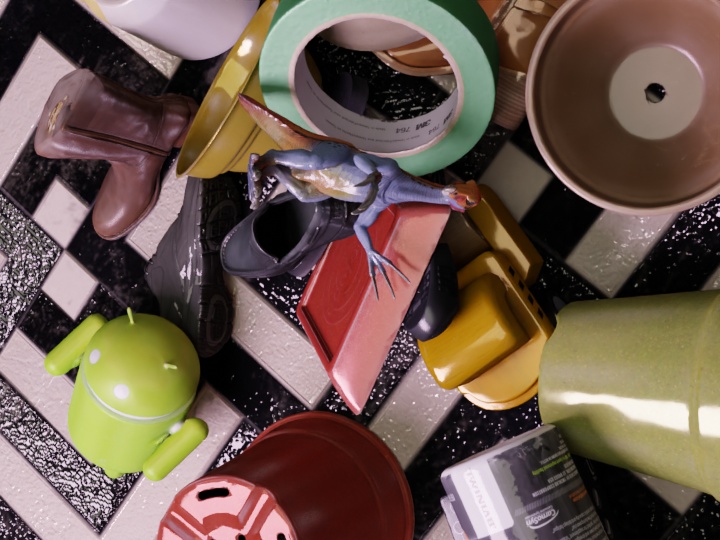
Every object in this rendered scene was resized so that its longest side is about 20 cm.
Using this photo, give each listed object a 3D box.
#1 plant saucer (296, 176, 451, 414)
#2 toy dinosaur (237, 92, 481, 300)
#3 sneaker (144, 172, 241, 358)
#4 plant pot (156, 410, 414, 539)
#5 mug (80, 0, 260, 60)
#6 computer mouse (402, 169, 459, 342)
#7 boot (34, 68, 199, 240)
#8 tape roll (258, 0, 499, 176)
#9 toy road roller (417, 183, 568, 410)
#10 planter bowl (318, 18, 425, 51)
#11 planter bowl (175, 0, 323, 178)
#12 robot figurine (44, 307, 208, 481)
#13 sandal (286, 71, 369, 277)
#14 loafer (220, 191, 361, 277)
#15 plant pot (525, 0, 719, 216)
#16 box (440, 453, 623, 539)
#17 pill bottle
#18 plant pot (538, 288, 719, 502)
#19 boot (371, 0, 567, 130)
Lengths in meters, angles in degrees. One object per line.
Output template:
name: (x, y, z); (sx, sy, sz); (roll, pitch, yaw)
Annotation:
plant saucer: (0.000, 0.000, 1.138); (0.037, 0.200, 0.200); (20, 103, -19)
toy dinosaur: (0.001, -0.085, 1.013); (0.181, 0.105, 0.201); (-6, 68, -8)
sneaker: (-0.176, -0.016, 1.271); (0.090, 0.076, 0.201); (9, 94, 28)
plant pot: (-0.077, 0.246, 1.172); (0.200, 0.195, 0.202); (1, 94, 23)
mug: (-0.209, -0.277, 1.228); (0.186, 0.153, 0.150); (-33, 80, 22)
computer mouse: (0.065, -0.020, 1.090); (0.034, 0.201, 0.059); (19, 139, -17)
boot: (-0.261, -0.109, 1.232); (0.064, 0.200, 0.187); (38, 106, 18)
tape roll: (0.016, -0.166, 1.060); (0.200, 0.048, 0.201); (6, 136, 6)
toy road roller: (0.097, 0.028, 1.112); (0.123, 0.146, 0.200); (-38, 78, 20)
planter bowl: (0.007, -0.309, 1.073); (0.200, 0.135, 0.201); (-12, 60, 21)
planter bowl: (-0.092, -0.157, 1.196); (0.083, 0.201, 0.201); (29, 107, -17)
robot figurine: (-0.225, 0.122, 1.251); (0.175, 0.116, 0.200); (45, 139, 16)
sandal: (-0.046, -0.094, 1.209); (0.076, 0.043, 0.201); (18, 93, 64)
loafer: (-0.074, -0.038, 1.142); (0.200, 0.070, 0.068); (-21, 78, 48)
plant pot: (0.245, -0.149, 1.063); (0.200, 0.093, 0.202); (2, 97, 18)
box: (0.170, 0.269, 1.114); (0.122, 0.106, 0.201); (-22, 83, 21)
pill bottle: (0.150, 0.234, 1.007); (0.106, 0.106, 0.201); (-27, 81, 22)
plant pot: (0.254, 0.095, 1.038); (0.184, 0.200, 0.201); (3, 94, 34)
boot: (0.094, -0.236, 1.115); (0.200, 0.074, 0.155); (29, 108, 7)
